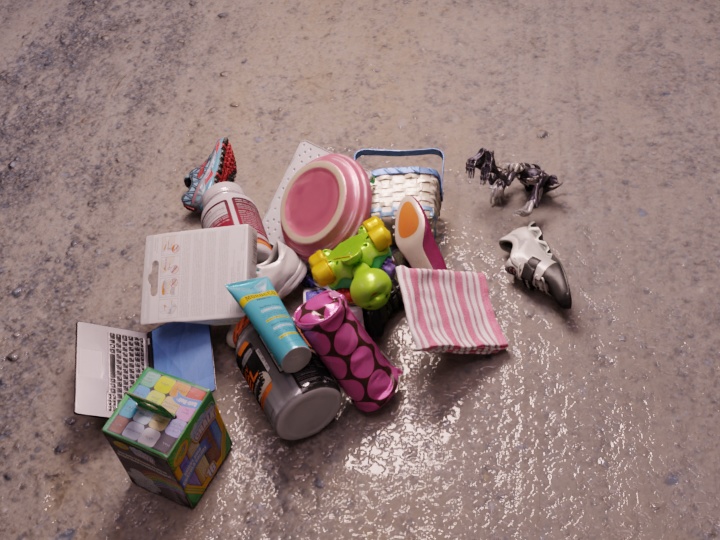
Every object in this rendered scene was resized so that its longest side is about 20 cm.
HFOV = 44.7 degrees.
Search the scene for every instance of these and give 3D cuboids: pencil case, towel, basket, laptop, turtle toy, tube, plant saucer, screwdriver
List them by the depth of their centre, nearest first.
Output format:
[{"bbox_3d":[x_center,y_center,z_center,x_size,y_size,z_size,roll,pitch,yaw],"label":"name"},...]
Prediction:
[{"bbox_3d":[-0.140,0.076,1.368,0.076,0.051,0.200,-6,39,-31],"label":"tube"},{"bbox_3d":[-0.017,0.122,1.370,0.093,0.201,0.091,-34,29,3],"label":"pencil case"},{"bbox_3d":[0.000,0.000,1.421,0.144,0.102,0.200,-31,16,2],"label":"turtle toy"},{"bbox_3d":[0.149,0.062,1.425,0.197,0.030,0.149,5,59,-38],"label":"towel"},{"bbox_3d":[-0.357,0.140,1.443,0.197,0.116,0.189,13,41,-28],"label":"laptop"},{"bbox_3d":[-0.073,0.031,1.520,0.027,0.030,0.200,-14,24,-22],"label":"screwdriver"},{"bbox_3d":[-0.072,-0.114,1.551,0.198,0.051,0.204,-12,70,35],"label":"plant saucer"},{"bbox_3d":[0.070,-0.146,1.628,0.173,0.140,0.203,0,60,5],"label":"basket"}]

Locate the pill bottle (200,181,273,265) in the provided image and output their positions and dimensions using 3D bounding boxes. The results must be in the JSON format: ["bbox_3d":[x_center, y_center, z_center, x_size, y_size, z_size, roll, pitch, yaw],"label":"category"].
[{"bbox_3d":[-0.232,-0.067,1.617,0.111,0.114,0.202,-17,49,-8],"label":"pill bottle"}]

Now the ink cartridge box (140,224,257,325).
[{"bbox_3d":[-0.274,0.013,1.493,0.196,0.047,0.163,-6,73,16],"label":"ink cartridge box"}]

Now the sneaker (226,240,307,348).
[{"bbox_3d":[-0.181,0.038,1.516,0.075,0.089,0.201,3,50,51],"label":"sneaker"}]

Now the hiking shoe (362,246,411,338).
[{"bbox_3d":[0.058,0.031,1.521,0.099,0.076,0.202,2,48,12],"label":"hiking shoe"}]

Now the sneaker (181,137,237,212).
[{"bbox_3d":[-0.311,-0.197,1.762,0.094,0.080,0.202,-3,44,12],"label":"sneaker"}]

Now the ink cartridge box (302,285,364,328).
[{"bbox_3d":[-0.048,0.061,1.496,0.097,0.040,0.200,-9,16,-1],"label":"ink cartridge box"}]

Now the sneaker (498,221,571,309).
[{"bbox_3d":[0.301,0.003,1.526,0.087,0.075,0.201,-18,42,-3],"label":"sneaker"}]

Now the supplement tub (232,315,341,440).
[{"bbox_3d":[-0.123,0.159,1.401,0.121,0.124,0.201,-25,50,-15],"label":"supplement tub"}]

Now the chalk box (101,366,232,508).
[{"bbox_3d":[-0.288,0.235,1.301,0.123,0.202,0.125,17,52,20],"label":"chalk box"}]

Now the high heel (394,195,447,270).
[{"bbox_3d":[0.118,-0.030,1.519,0.067,0.095,0.203,-29,64,28],"label":"high heel"}]

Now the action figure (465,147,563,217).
[{"bbox_3d":[0.289,-0.160,1.645,0.197,0.104,0.118,16,6,-31],"label":"action figure"}]

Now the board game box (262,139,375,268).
[{"bbox_3d":[-0.082,-0.117,1.609,0.199,0.026,0.202,30,94,39],"label":"board game box"}]
